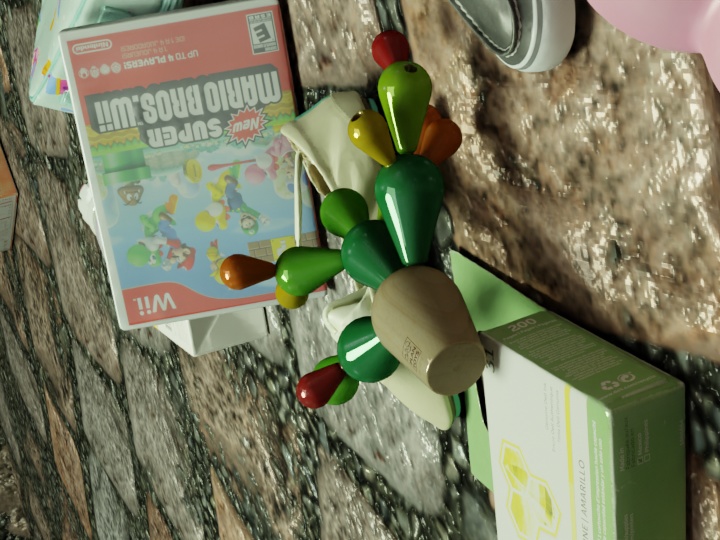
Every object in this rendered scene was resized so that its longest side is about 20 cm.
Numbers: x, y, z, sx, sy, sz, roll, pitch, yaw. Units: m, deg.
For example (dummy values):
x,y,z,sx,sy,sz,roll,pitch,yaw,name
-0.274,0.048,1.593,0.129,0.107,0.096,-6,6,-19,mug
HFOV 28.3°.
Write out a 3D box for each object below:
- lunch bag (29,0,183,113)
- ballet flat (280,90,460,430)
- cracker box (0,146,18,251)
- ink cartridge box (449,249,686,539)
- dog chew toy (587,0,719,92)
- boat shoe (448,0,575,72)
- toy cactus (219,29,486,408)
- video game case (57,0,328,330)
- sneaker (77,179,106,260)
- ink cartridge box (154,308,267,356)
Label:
x,y,z,sx,sy,sz,roll,pitch,yaw,name
-0.171,-0.201,0.992,0.200,0.077,0.161,133,141,-53,lunch bag
0.000,0.000,0.814,0.069,0.069,0.201,-19,87,68,ballet flat
-0.543,-0.120,2.056,0.135,0.057,0.200,67,157,16,cracker box
0.083,0.088,0.703,0.200,0.048,0.147,32,134,56,ink cartridge box
0.102,-0.124,0.422,0.201,0.124,0.125,57,154,19,dog chew toy
0.027,-0.171,0.632,0.201,0.066,0.070,68,158,15,boat shoe
0.008,-0.002,0.707,0.201,0.102,0.165,-67,32,23,toy cactus
-0.106,-0.068,0.931,0.017,0.142,0.201,-102,2,-73,video game case
-0.122,-0.069,0.983,0.200,0.081,0.089,-54,43,34,sneaker
-0.150,-0.016,1.166,0.200,0.067,0.117,26,128,60,ink cartridge box
